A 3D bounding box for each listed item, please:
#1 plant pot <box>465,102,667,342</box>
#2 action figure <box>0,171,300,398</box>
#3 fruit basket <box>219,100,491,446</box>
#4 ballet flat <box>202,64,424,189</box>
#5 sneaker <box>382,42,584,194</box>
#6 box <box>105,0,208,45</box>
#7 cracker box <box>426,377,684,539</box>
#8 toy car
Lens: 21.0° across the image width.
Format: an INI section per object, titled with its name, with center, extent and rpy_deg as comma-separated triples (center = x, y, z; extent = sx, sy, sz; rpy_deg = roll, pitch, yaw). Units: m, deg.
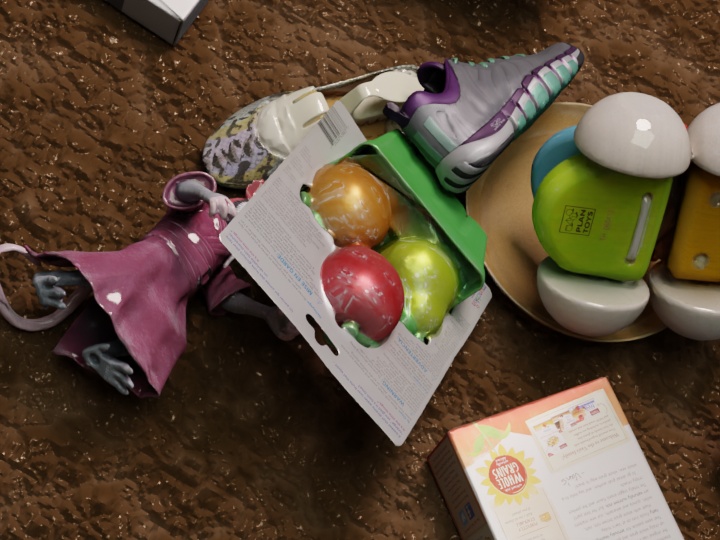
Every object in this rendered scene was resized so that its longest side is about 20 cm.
[plant pot]
center = 0.170, -0.034, 1.473
extent = 0.198, 0.028, 0.202
rpy_deg = 8, 63, -15
[action figure]
center = -0.133, 0.002, 1.338
extent = 0.148, 0.135, 0.200
rpy_deg = 8, 36, 34
[fruit basket]
center = 0.000, 0.000, 1.331
extent = 0.186, 0.093, 0.200
rpy_deg = 49, 43, -10
[ballet flat]
center = -0.021, -0.114, 1.426
extent = 0.199, 0.072, 0.073
rpy_deg = -16, 71, -24
[sneaker]
center = 0.094, -0.138, 1.419
extent = 0.087, 0.074, 0.200
rpy_deg = 44, 41, 2
[box]
center = -0.181, -0.285, 1.473
extent = 0.199, 0.041, 0.156
rpy_deg = 33, 59, -1
[cracker box]
center = 0.148, 0.190, 1.340
extent = 0.133, 0.058, 0.201
rpy_deg = -16, 70, -23
[toy car]
center = 0.210, -0.053, 1.406
extent = 0.198, 0.176, 0.150
rpy_deg = 2, 30, -16
